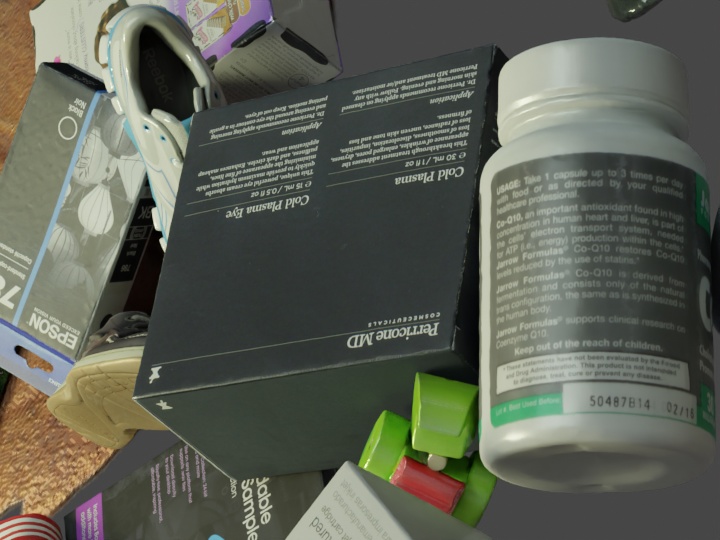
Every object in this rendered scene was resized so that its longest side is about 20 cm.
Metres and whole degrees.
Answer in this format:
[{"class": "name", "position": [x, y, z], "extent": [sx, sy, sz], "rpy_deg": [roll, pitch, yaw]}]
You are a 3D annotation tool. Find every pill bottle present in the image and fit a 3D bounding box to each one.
[{"class": "pill bottle", "position": [0.113, -0.002, 1.171], "extent": [0.113, 0.113, 0.202], "rpy_deg": [-14, 67, 40]}]

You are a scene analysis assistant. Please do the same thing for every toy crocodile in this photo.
[{"class": "toy crocodile", "position": [0.015, 0.137, 1.211], "extent": [0.062, 0.067, 0.201], "rpy_deg": [-71, 6, -66]}]

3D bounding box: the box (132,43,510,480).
[{"class": "box", "position": [0.000, 0.000, 1.287], "extent": [0.199, 0.104, 0.183], "rpy_deg": [-10, 55, 31]}]

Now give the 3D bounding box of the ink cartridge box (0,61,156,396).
[{"class": "ink cartridge box", "position": [-0.183, -0.018, 1.498], "extent": [0.099, 0.039, 0.201], "rpy_deg": [26, 106, 23]}]

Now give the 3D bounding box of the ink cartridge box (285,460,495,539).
[{"class": "ink cartridge box", "position": [0.011, 0.227, 1.128], "extent": [0.200, 0.146, 0.147], "rpy_deg": [-53, 40, 7]}]

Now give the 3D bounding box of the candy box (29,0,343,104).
[{"class": "candy box", "position": [-0.116, -0.148, 1.557], "extent": [0.199, 0.071, 0.169], "rpy_deg": [-34, 46, 26]}]

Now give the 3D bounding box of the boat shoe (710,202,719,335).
[{"class": "boat shoe", "position": [0.230, -0.048, 1.134], "extent": [0.075, 0.085, 0.203], "rpy_deg": [-113, 34, -51]}]

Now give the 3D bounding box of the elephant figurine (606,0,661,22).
[{"class": "elephant figurine", "position": [0.149, -0.205, 1.294], "extent": [0.199, 0.154, 0.143], "rpy_deg": [-11, 91, 54]}]

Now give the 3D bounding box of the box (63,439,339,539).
[{"class": "box", "position": [-0.084, 0.156, 1.359], "extent": [0.199, 0.036, 0.144], "rpy_deg": [-33, 46, 25]}]

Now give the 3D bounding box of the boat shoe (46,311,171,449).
[{"class": "boat shoe", "position": [-0.130, 0.056, 1.411], "extent": [0.065, 0.072, 0.200], "rpy_deg": [-65, 12, -20]}]

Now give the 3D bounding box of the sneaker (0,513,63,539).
[{"class": "sneaker", "position": [-0.222, 0.233, 1.448], "extent": [0.201, 0.078, 0.116], "rpy_deg": [-55, 12, 20]}]

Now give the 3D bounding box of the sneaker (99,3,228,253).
[{"class": "sneaker", "position": [-0.095, -0.062, 1.400], "extent": [0.075, 0.201, 0.087], "rpy_deg": [-28, 2, -7]}]

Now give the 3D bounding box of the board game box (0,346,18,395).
[{"class": "board game box", "position": [-0.272, 0.067, 1.621], "extent": [0.104, 0.023, 0.201], "rpy_deg": [-2, 65, 48]}]
